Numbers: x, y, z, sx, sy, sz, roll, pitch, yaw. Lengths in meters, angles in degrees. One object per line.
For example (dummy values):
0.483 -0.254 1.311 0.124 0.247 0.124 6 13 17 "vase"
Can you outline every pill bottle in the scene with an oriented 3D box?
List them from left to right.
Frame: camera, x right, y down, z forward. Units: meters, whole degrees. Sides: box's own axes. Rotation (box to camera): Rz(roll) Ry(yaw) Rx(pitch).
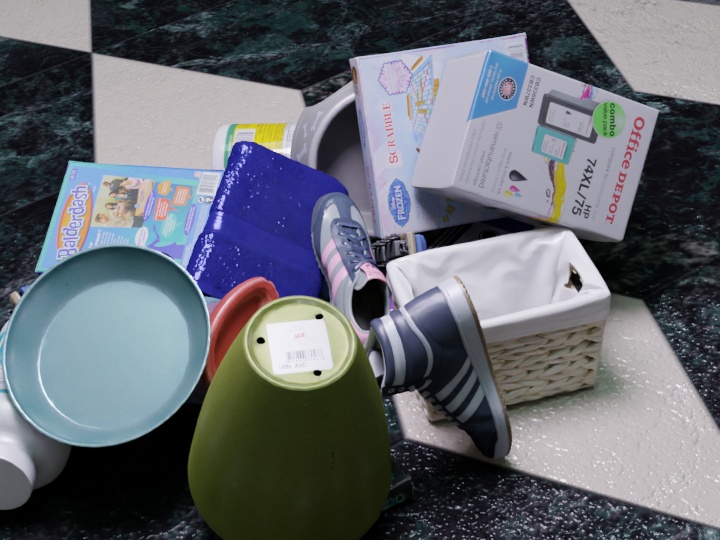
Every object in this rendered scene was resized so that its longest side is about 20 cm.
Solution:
-0.326 0.136 1.311 0.110 0.112 0.201 0 36 7 "pill bottle"
-0.073 -0.123 1.636 0.198 0.114 0.113 -1 36 7 "pill bottle"

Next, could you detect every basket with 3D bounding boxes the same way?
0.137 0.055 1.353 0.198 0.124 0.136 -12 36 -8 "basket"

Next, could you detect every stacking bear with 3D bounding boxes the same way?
-0.175 0.077 1.357 0.199 0.122 0.113 1 26 46 "stacking bear"

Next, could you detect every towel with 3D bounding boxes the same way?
-0.101 -0.030 1.451 0.147 0.050 0.201 24 61 -13 "towel"

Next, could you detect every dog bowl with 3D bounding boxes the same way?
0.020 -0.128 1.550 0.198 0.202 0.059 -12 17 -9 "dog bowl"

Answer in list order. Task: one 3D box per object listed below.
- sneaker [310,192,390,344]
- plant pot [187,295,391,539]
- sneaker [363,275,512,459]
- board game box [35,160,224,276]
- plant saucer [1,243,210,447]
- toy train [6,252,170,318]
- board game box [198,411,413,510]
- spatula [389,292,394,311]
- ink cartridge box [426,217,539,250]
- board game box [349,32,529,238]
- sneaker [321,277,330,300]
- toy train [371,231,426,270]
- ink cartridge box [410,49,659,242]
0.000 0.000 1.408 0.070 0.082 0.202 0 67 -29 "sneaker"
-0.055 0.119 1.150 0.185 0.201 0.188 3 52 -4 "plant pot"
0.068 0.107 1.238 0.108 0.201 0.070 -23 32 -7 "sneaker"
-0.261 -0.048 1.564 0.198 0.045 0.153 5 63 13 "board game box"
-0.233 0.073 1.255 0.198 0.036 0.202 -3 66 7 "plant saucer"
-0.267 0.016 1.357 0.199 0.046 0.034 -19 55 -45 "toy train"
-0.055 0.175 1.291 0.134 0.028 0.200 -20 38 -20 "board game box"
-0.060 0.057 1.462 0.198 0.021 0.057 -15 38 -13 "spatula"
0.143 -0.028 1.535 0.093 0.045 0.200 20 42 28 "ink cartridge box"
0.099 -0.150 1.500 0.198 0.202 0.041 -9 7 -13 "board game box"
-0.078 -0.041 1.543 0.078 0.066 0.200 -26 55 -19 "sneaker"
0.037 -0.018 1.459 0.045 0.034 0.200 -5 -2 -9 "toy train"
0.182 -0.129 1.425 0.198 0.148 0.146 16 0 -15 "ink cartridge box"
